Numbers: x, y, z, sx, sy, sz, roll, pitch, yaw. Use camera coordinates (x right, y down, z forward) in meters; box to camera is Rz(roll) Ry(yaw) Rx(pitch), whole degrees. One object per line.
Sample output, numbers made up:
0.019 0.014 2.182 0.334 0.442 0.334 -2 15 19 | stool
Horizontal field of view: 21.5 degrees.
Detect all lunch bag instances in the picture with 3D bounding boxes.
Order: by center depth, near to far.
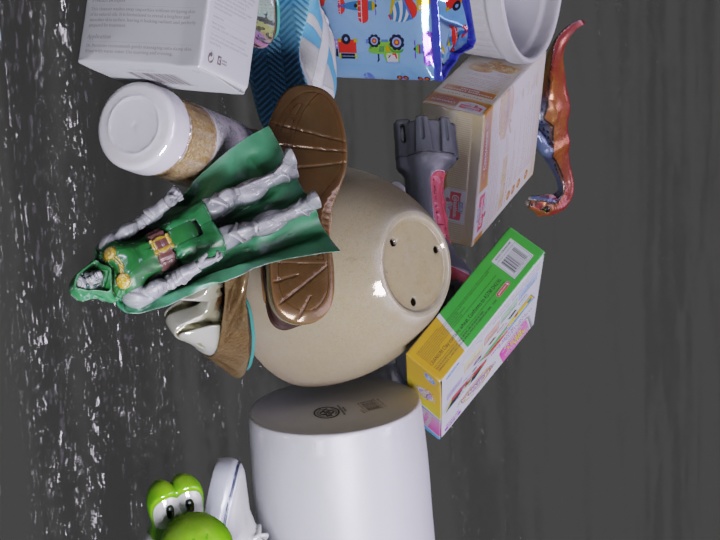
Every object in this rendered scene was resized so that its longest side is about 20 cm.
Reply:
0.008 -0.278 1.686 0.094 0.150 0.201 -51 139 -52 | lunch bag

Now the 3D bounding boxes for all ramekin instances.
0.137 -0.321 2.018 0.200 0.104 0.202 4 90 -65 | ramekin

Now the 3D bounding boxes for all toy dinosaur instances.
0.210 -0.158 2.172 0.105 0.200 0.182 -37 97 -39 | toy dinosaur

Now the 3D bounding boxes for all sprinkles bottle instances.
-0.130 -0.097 1.511 0.200 0.068 0.069 17 79 -65 | sprinkles bottle

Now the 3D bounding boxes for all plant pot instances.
0.000 0.000 1.663 0.200 0.134 0.202 5 83 -45 | plant pot

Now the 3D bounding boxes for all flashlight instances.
0.077 -0.048 1.845 0.068 0.068 0.201 27 57 -60 | flashlight

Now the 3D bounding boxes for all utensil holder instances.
-0.017 0.215 1.707 0.170 0.169 0.201 -34 122 -60 | utensil holder

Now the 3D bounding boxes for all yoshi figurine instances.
-0.132 0.266 1.533 0.112 0.111 0.201 -38 126 -50 | yoshi figurine

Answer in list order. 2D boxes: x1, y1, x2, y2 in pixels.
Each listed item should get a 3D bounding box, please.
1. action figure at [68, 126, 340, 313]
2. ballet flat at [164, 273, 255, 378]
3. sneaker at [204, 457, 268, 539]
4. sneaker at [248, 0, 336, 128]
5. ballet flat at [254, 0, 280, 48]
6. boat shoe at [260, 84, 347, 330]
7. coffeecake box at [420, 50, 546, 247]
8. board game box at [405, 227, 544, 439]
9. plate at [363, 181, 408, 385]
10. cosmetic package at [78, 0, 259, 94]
-0.129 -0.024 1.436 0.118 0.199 0.055 58 -13 21 | action figure
-0.122 0.016 1.540 0.072 0.068 0.201 -21 141 -29 | ballet flat
-0.096 0.253 1.633 0.073 0.070 0.201 -73 163 -67 | sneaker
-0.064 -0.213 1.644 0.081 0.076 0.201 -67 157 -51 | sneaker
-0.115 -0.275 1.532 0.071 0.069 0.201 -22 111 -43 | ballet flat
-0.054 -0.050 1.548 0.072 0.072 0.201 145 -53 -68 | boat shoe
0.129 -0.141 2.045 0.200 0.073 0.154 -47 146 -54 | coffeecake box
0.104 0.062 1.739 0.153 0.040 0.200 -50 166 -14 | board game box
0.037 0.028 1.847 0.200 0.032 0.201 -35 112 -61 | plate
-0.135 -0.242 1.425 0.081 0.112 0.201 22 77 -64 | cosmetic package
